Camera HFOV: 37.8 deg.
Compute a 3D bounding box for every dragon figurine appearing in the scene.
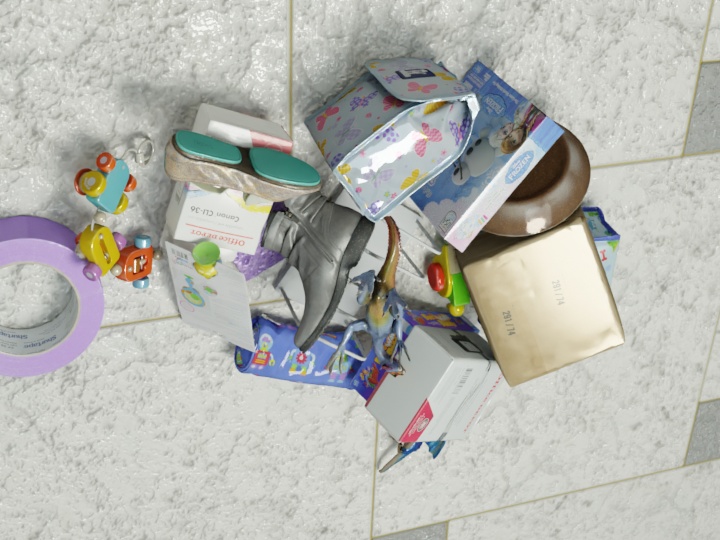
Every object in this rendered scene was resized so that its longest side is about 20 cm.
[{"bbox_3d":[0.103,0.264,1.701,0.098,0.059,0.203,12,112,-27],"label":"dragon figurine"}]

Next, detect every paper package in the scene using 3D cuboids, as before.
[{"bbox_3d":[0.251,0.029,1.468,0.188,0.104,0.203,-22,110,11],"label":"paper package"}]

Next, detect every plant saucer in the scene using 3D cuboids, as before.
[{"bbox_3d":[0.212,-0.141,1.425,0.198,0.202,0.037,-28,147,-4],"label":"plant saucer"}]

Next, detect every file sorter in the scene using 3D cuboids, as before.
[{"bbox_3d":[0.000,0.000,1.467,0.138,0.125,0.201,27,106,-32],"label":"file sorter"}]

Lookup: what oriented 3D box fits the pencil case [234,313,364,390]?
[{"bbox_3d":[-0.086,0.119,1.529,0.197,0.078,0.089,12,93,-27],"label":"pencil case"}]

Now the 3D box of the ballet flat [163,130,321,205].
[{"bbox_3d":[-0.145,-0.116,1.270,0.197,0.069,0.068,15,130,-22],"label":"ballet flat"}]

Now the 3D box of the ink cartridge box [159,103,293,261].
[{"bbox_3d":[-0.174,-0.096,1.339,0.115,0.068,0.203,11,113,-26],"label":"ink cartridge box"}]

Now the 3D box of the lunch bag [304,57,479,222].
[{"bbox_3d":[0.043,-0.190,1.347,0.198,0.170,0.128,-35,123,4],"label":"lunch bag"}]

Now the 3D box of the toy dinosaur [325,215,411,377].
[{"bbox_3d":[0.040,0.063,1.386,0.203,0.104,0.182,-63,166,-14],"label":"toy dinosaur"}]

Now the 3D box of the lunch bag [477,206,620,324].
[{"bbox_3d":[0.278,0.003,1.588,0.196,0.128,0.173,-1,119,-8],"label":"lunch bag"}]

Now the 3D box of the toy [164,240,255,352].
[{"bbox_3d":[-0.189,0.025,1.387,0.201,0.113,0.048,90,25,-60],"label":"toy"}]

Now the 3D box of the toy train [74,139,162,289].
[{"bbox_3d":[-0.313,-0.066,1.335,0.055,0.150,0.204,14,113,21],"label":"toy train"}]

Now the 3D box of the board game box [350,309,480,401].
[{"bbox_3d":[0.085,0.129,1.571,0.199,0.045,0.136,8,118,-56],"label":"board game box"}]

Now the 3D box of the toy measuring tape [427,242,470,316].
[{"bbox_3d":[0.130,-0.033,1.552,0.072,0.073,0.204,-10,99,-16],"label":"toy measuring tape"}]

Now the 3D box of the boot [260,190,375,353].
[{"bbox_3d":[-0.075,-0.007,1.362,0.130,0.070,0.203,26,92,-1],"label":"boot"}]

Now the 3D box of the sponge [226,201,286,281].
[{"bbox_3d":[-0.155,-0.090,1.409,0.110,0.030,0.202,-31,124,-4],"label":"sponge"}]

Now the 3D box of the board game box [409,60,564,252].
[{"bbox_3d":[0.145,-0.156,1.388,0.043,0.201,0.200,31,104,-34],"label":"board game box"}]

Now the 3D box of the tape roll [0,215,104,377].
[{"bbox_3d":[-0.432,0.035,1.348,0.196,0.066,0.203,-10,123,-17],"label":"tape roll"}]

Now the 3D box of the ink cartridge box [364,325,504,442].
[{"bbox_3d":[0.117,0.166,1.525,0.199,0.083,0.147,11,114,-57],"label":"ink cartridge box"}]
